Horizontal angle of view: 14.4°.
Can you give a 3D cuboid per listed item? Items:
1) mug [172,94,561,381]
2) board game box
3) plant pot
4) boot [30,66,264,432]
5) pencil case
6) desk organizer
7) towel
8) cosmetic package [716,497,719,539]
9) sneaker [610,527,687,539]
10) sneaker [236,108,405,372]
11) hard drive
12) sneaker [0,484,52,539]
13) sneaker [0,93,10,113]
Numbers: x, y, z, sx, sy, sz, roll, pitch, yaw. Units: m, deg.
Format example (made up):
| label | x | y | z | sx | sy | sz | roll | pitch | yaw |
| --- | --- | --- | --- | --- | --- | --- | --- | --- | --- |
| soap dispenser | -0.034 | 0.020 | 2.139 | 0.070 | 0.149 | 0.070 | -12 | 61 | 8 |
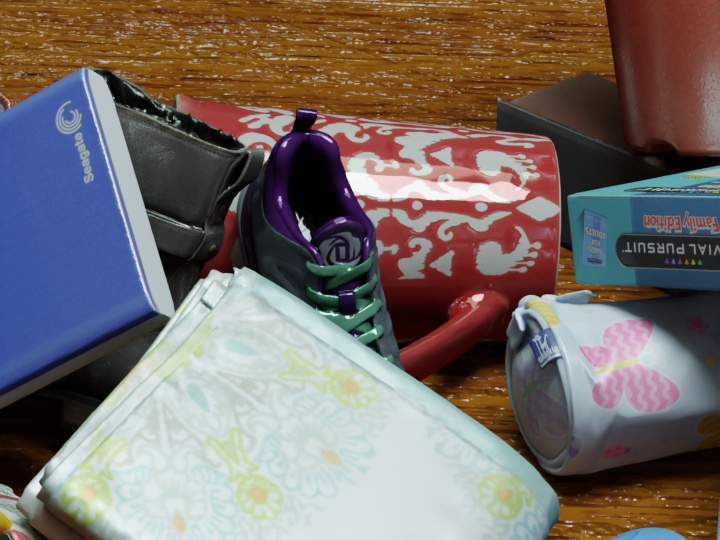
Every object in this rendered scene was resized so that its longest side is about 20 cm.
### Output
| label | x | y | z | sx | sy | sz | roll | pitch | yaw |
| --- | --- | --- | --- | --- | --- | --- | --- | --- | --- |
| mug | -0.001 | 0.000 | 1.482 | 0.199 | 0.179 | 0.133 | 2 | -15 | -6 |
| board game box | 0.225 | -0.028 | 1.394 | 0.199 | 0.047 | 0.151 | -12 | 9 | -38 |
| plant pot | 0.208 | -0.165 | 1.502 | 0.199 | 0.197 | 0.201 | -4 | 9 | 1 |
| boot | -0.144 | -0.017 | 1.413 | 0.199 | 0.175 | 0.069 | 17 | 17 | 23 |
| pencil case | 0.171 | 0.044 | 1.410 | 0.199 | 0.083 | 0.091 | -8 | 49 | -17 |
| desk organizer | 0.172 | -0.043 | 1.586 | 0.077 | 0.072 | 0.199 | -22 | 36 | -40 |
| towel | -0.029 | 0.104 | 1.255 | 0.199 | 0.048 | 0.171 | 34 | 50 | 7 |
| cosmetic package | 0.261 | 0.095 | 1.271 | 0.199 | 0.052 | 0.152 | 5 | 69 | 8 |
| sneaker | 0.098 | 0.150 | 1.223 | 0.066 | 0.079 | 0.200 | 15 | 30 | 28 |
| sneaker | -0.015 | 0.026 | 1.349 | 0.074 | 0.088 | 0.201 | -13 | 69 | -15 |
| hard drive | -0.192 | 0.006 | 1.361 | 0.199 | 0.025 | 0.133 | -27 | 65 | 19 |
| sneaker | -0.204 | 0.125 | 1.288 | 0.199 | 0.078 | 0.082 | 16 | 5 | 35 |
| sneaker | -0.225 | -0.051 | 1.499 | 0.112 | 0.072 | 0.200 | -23 | -6 | 0 |
